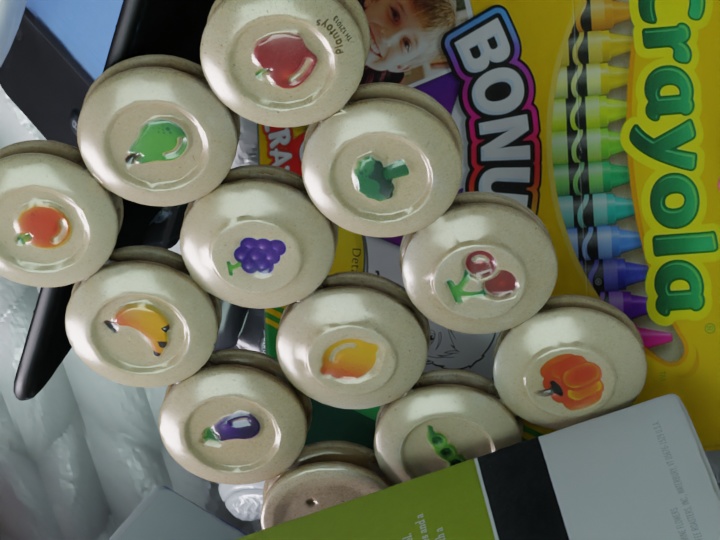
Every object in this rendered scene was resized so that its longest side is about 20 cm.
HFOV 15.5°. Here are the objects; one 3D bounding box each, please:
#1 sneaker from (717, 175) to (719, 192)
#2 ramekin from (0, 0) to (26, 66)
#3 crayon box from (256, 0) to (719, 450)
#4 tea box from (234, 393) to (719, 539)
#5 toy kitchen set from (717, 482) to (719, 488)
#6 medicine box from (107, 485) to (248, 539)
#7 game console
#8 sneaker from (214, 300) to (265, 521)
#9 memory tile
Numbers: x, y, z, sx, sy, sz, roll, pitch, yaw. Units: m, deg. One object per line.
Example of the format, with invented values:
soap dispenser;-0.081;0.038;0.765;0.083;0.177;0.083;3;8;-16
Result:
sneaker;0.149;-0.060;0.846;0.090;0.078;0.201;-23;77;6
ramekin;-0.225;-0.126;0.943;0.201;0.094;0.204;6;104;23
crayon box;0.053;-0.035;0.921;0.172;0.058;0.201;-5;84;20
tea box;0.049;0.179;0.859;0.196;0.134;0.201;-19;123;4
toy kitchen set;0.209;0.200;0.984;0.162;0.181;0.200;1;150;16
medicine box;-0.035;0.217;1.091;0.182;0.103;0.201;28;147;22
game console;-0.098;-0.091;0.910;0.176;0.116;0.201;46;133;30
sneaker;0.000;0.000;1.012;0.200;0.075;0.114;-38;89;15
memory tile;-0.017;0.008;0.840;0.153;0.017;0.200;-31;119;23
